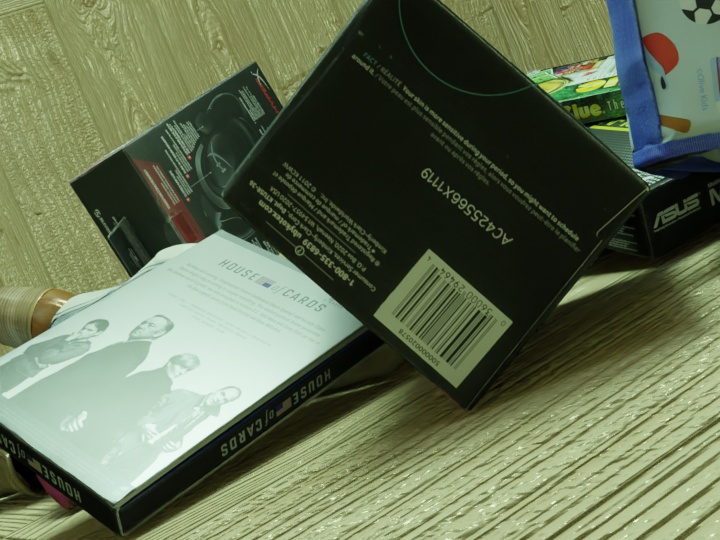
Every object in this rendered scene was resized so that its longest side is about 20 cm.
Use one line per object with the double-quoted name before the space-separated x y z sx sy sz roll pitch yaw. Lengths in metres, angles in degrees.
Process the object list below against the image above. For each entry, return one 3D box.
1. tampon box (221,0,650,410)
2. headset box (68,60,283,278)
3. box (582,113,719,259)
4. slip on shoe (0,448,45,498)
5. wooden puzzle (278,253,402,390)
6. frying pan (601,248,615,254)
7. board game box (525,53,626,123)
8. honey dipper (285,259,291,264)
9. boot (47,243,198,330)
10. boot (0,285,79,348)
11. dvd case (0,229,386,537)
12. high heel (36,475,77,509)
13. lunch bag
"tampon box" 0.043 -0.046 0.637 0.127 0.150 0.200 -50 -2 11
"headset box" -0.118 -0.051 0.997 0.077 0.150 0.200 -23 15 41
"box" 0.192 -0.078 0.824 0.192 0.048 0.200 -24 19 -21
"slip on shoe" -0.229 0.125 0.878 0.198 0.076 0.061 -23 36 24
"wooden puzzle" 0.000 0.000 0.845 0.184 0.046 0.201 -20 39 46
"frying pan" 0.128 -0.023 0.841 0.188 0.031 0.115 -26 19 -12
"board game box" 0.190 -0.130 0.872 0.198 0.024 0.105 -9 23 30
"honey dipper" -0.030 -0.045 0.864 0.038 0.038 0.201 -22 29 12
"boot" -0.159 0.052 0.898 0.199 0.073 0.091 -23 32 40
"boot" -0.226 0.091 1.133 0.153 0.201 0.074 11 62 23
"dvd case" -0.100 0.050 0.704 0.149 0.025 0.199 24 43 37
"high heel" -0.112 0.071 0.795 0.199 0.096 0.068 -30 -39 -5
"lunch bag" 0.213 -0.139 0.674 0.198 0.172 0.124 -6 -6 -24
